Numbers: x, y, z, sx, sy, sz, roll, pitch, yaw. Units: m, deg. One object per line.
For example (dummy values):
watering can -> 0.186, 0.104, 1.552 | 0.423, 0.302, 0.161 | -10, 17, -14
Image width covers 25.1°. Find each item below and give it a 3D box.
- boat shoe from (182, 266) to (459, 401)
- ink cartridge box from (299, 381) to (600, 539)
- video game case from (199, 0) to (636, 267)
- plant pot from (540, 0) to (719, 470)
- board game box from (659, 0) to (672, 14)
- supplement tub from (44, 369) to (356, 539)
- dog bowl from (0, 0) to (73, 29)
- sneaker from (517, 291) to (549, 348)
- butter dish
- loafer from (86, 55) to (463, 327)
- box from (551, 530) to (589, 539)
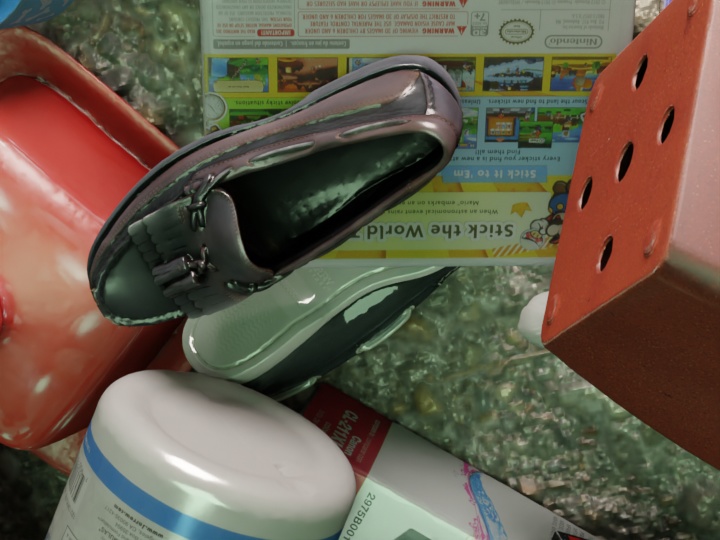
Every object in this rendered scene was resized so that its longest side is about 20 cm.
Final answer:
boat shoe -> 0.000, 0.000, 0.850 | 0.200, 0.060, 0.076 | -30, 61, 2
ink cartridge box -> 0.025, 0.178, 0.882 | 0.200, 0.083, 0.146 | 29, 107, 2
video game case -> 0.026, -0.086, 0.760 | 0.199, 0.023, 0.183 | -1, 117, -3
plant pot -> 0.188, -0.020, 0.678 | 0.176, 0.200, 0.201 | 18, 70, -9
board game box -> 0.239, -0.185, 0.737 | 0.199, 0.097, 0.160 | 1, 105, 10
supplement tub -> -0.095, 0.162, 0.781 | 0.132, 0.132, 0.201 | 23, 105, 3
dog bowl -> -0.174, -0.215, 0.805 | 0.111, 0.050, 0.201 | 13, 99, 34
sneaker -> 0.169, 0.004, 0.797 | 0.199, 0.075, 0.089 | 0, 95, -22
butter dish -> -0.181, 0.007, 0.840 | 0.200, 0.148, 0.200 | 41, 107, -2
loafer -> -0.043, -0.030, 0.736 | 0.200, 0.063, 0.072 | -30, 116, 12
box -> 0.165, 0.223, 0.822 | 0.199, 0.038, 0.137 | 18, 105, -15
